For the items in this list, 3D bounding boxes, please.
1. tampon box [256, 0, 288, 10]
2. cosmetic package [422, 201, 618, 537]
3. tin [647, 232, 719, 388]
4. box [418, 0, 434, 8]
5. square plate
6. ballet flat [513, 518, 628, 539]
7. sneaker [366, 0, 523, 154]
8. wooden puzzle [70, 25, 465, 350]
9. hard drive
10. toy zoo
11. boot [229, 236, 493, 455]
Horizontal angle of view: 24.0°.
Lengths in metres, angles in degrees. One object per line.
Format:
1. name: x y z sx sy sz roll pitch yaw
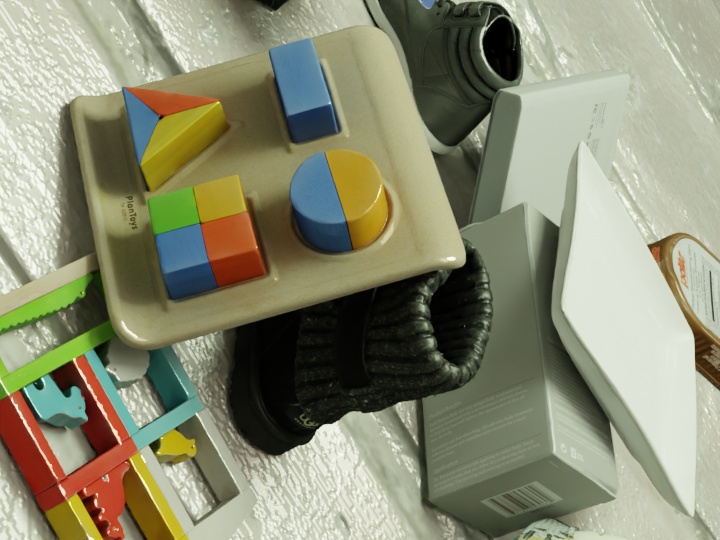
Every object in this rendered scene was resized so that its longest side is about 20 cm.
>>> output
1. tampon box: -0.076 -0.317 1.175 0.150 0.126 0.201 21 51 -45
2. cosmetic package: 0.103 0.067 1.162 0.090 0.107 0.201 34 44 -39
3. tin: 0.323 0.044 1.531 0.200 0.042 0.112 38 36 -31
4. box: 0.012 -0.282 1.126 0.200 0.032 0.121 52 34 -17
5. square plate: 0.183 0.040 1.178 0.200 0.028 0.199 56 28 -28
6. ballet flat: 0.159 0.200 1.132 0.200 0.072 0.072 29 43 -61
7. sneaker: 0.067 -0.200 1.308 0.071 0.099 0.201 3 63 -50
8. wooden puzzle: -0.057 -0.060 0.960 0.046 0.199 0.186 85 -10 -54
9. hard drive: 0.150 -0.086 1.335 0.200 0.027 0.133 -19 123 -56
10. toy zoo: -0.128 0.094 0.912 0.201 0.020 0.131 61 34 -1
11. boot: 0.002 0.002 1.025 0.079 0.157 0.212 29 46 -39
